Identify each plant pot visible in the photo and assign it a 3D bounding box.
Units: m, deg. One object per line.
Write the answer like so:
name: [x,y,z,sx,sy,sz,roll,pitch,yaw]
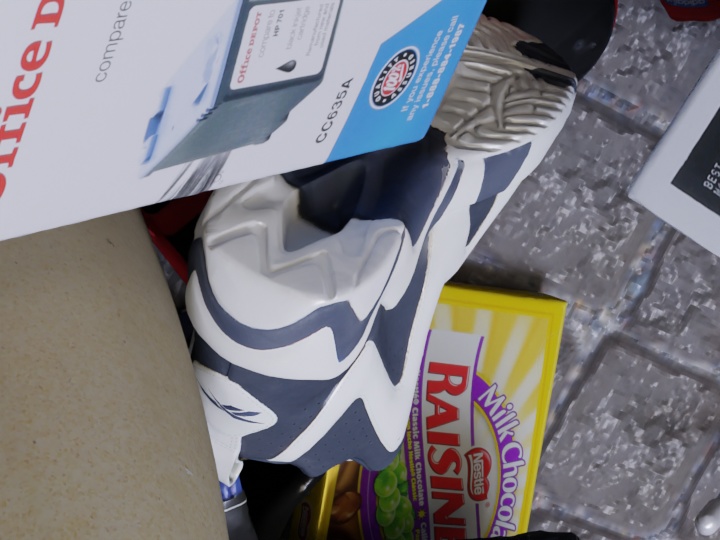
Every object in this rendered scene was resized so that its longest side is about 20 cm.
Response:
plant pot: [-0.118,0.058,0.643,0.187,0.200,0.188,-20,138,-20]

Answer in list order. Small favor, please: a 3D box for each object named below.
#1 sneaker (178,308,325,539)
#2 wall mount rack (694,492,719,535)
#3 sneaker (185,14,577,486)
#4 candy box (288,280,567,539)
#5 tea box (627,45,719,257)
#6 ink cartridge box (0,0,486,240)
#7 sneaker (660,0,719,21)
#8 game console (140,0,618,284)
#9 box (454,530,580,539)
sneaker: [-0.093,0.074,0.792,0.199,0.115,0.081,-17,115,-19]
wall mount rack: [0.206,0.031,0.940,0.173,0.075,0.201,-7,112,-23]
sneaker: [0.000,0.000,0.748,0.079,0.199,0.130,26,131,8]
candy box: [0.021,0.103,0.885,0.102,0.026,0.201,7,93,-32]
tea box: [0.209,-0.087,0.726,0.133,0.197,0.200,34,112,7]
ink cartridge box: [-0.050,-0.098,0.606,0.200,0.086,0.147,-18,143,-44]
sneaker: [0.108,-0.152,0.810,0.200,0.071,0.113,7,107,-42]
game console: [-0.003,-0.080,0.787,0.200,0.031,0.177,-40,141,-4]
box: [-0.009,0.186,0.800,0.199,0.104,0.148,-5,104,2]
